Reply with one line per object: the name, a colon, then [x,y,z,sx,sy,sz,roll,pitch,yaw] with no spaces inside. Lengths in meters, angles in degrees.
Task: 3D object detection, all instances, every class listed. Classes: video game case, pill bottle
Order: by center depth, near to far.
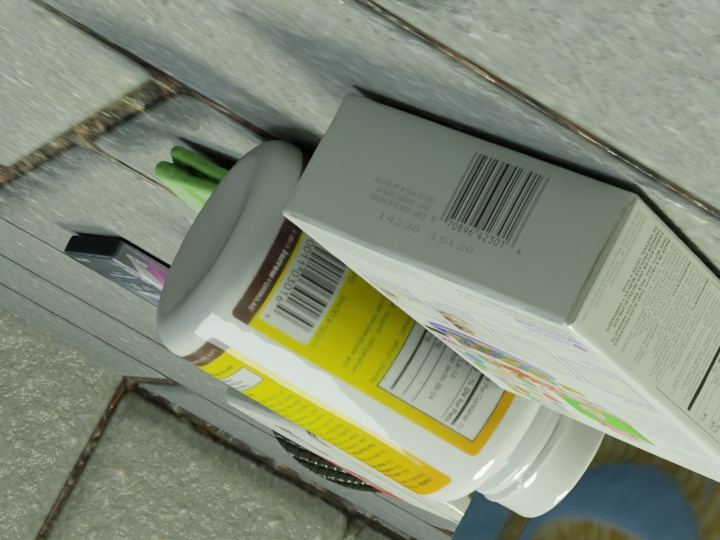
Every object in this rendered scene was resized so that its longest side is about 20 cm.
pill bottle: [0.014,0.033,1.213,0.199,0.110,0.109,31,171,-16]
video game case: [-0.117,0.031,1.973,0.199,0.019,0.143,32,171,-19]

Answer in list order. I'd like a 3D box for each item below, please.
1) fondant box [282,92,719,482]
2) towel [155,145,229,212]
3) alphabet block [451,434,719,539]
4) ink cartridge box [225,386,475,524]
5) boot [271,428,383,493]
fondant box: [0.081,0.013,1.055,0.144,0.058,0.200,22,169,37]
towel: [0.000,0.000,1.378,0.149,0.031,0.200,19,165,39]
alphabet block: [0.170,0.191,1.369,0.195,0.197,0.200,21,170,48]
ink cartridge box: [0.032,0.092,1.613,0.146,0.083,0.200,32,172,-30]
boot: [0.012,0.135,1.973,0.199,0.068,0.131,22,174,-13]
